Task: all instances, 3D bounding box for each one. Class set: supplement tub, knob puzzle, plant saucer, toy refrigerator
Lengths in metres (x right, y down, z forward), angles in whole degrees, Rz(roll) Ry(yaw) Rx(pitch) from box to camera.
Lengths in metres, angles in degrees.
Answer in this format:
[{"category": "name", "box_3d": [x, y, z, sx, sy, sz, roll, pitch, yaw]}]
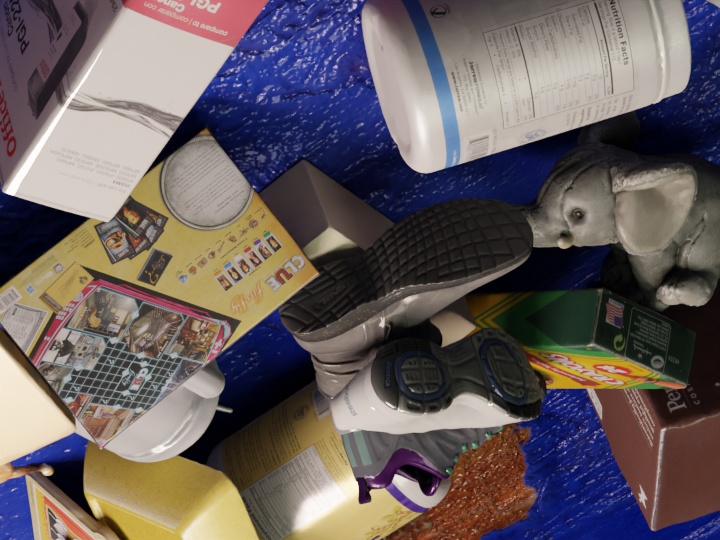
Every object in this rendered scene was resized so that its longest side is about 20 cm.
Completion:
[{"category": "supplement tub", "box_3d": [0.112, -0.155, 1.293, 0.200, 0.132, 0.132, -18, 141, -7]}, {"category": "supplement tub", "box_3d": [-0.040, 0.180, 1.593, 0.200, 0.145, 0.145, -34, 139, 15]}, {"category": "knob puzzle", "box_3d": [-0.218, 0.284, 1.595, 0.030, 0.220, 0.220, -37, 150, -31]}, {"category": "plant saucer", "box_3d": [-0.146, 0.237, 1.526, 0.048, 0.200, 0.200, -37, 120, -31]}, {"category": "toy refrigerator", "box_3d": [0.000, 0.000, 1.462, 0.070, 0.076, 0.200, -38, 139, 18]}]

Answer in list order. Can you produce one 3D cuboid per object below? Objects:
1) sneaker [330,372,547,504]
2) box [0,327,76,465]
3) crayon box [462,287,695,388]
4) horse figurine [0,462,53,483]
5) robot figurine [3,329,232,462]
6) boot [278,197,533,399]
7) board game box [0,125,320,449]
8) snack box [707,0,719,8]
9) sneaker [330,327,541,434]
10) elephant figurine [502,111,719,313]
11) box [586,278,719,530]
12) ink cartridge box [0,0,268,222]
[{"category": "sneaker", "box_3d": [0.068, 0.134, 1.505, 0.200, 0.088, 0.074, -8, 172, -31]}, {"category": "box", "box_3d": [-0.321, 0.076, 1.318, 0.163, 0.021, 0.200, -23, 127, 13]}, {"category": "crayon box", "box_3d": [0.155, 0.058, 1.535, 0.127, 0.051, 0.200, 23, 163, -40]}, {"category": "horse figurine", "box_3d": [-0.335, 0.169, 1.496, 0.200, 0.050, 0.133, -22, 165, 1]}, {"category": "robot figurine", "box_3d": [-0.185, 0.077, 1.432, 0.169, 0.113, 0.200, 1, 156, 37]}, {"category": "boot", "box_3d": [0.043, 0.022, 1.409, 0.200, 0.070, 0.132, -19, 148, 8]}, {"category": "board game box", "box_3d": [-0.148, 0.011, 1.331, 0.200, 0.035, 0.136, -38, 97, -7]}, {"category": "snack box", "box_3d": [0.273, -0.208, 1.354, 0.200, 0.072, 0.024, 19, 125, -39]}, {"category": "sneaker", "box_3d": [0.059, 0.089, 1.426, 0.200, 0.075, 0.087, 7, 154, -44]}, {"category": "elephant figurine", "box_3d": [0.202, -0.056, 1.447, 0.141, 0.155, 0.200, -1, 153, 41]}, {"category": "box", "box_3d": [0.321, 0.096, 1.649, 0.200, 0.166, 0.164, -16, 142, -8]}, {"category": "ink cartridge box", "box_3d": [-0.154, -0.153, 1.158, 0.085, 0.146, 0.200, 14, 128, -35]}]
